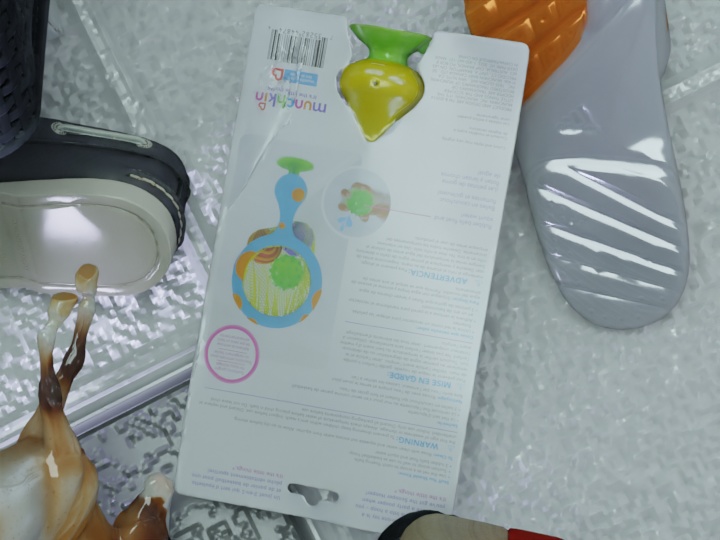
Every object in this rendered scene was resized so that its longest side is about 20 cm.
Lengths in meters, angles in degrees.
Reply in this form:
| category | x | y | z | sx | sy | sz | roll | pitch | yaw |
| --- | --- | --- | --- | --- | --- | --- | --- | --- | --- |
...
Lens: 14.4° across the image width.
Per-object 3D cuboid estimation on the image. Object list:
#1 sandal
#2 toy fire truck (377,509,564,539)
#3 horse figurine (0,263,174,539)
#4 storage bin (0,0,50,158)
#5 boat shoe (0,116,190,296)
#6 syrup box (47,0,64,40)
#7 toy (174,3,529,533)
| category | x | y | z | sx | sy | sz | roll | pitch | yaw |
| --- | --- | --- | --- | --- | --- | --- | --- | --- | --- |
| sandal | 0.089 | -0.080 | 1.161 | 0.079 | 0.059 | 0.207 | -8 | 101 | 11 |
| toy fire truck | 0.090 | 0.190 | 1.086 | 0.199 | 0.129 | 0.176 | 11 | 106 | 1 |
| horse figurine | -0.142 | 0.078 | 1.073 | 0.050 | 0.200 | 0.133 | 14 | 110 | 31 |
| storage bin | -0.222 | -0.115 | 1.062 | 0.199 | 0.094 | 0.135 | -3 | 52 | 5 |
| boat shoe | -0.166 | -0.034 | 1.180 | 0.199 | 0.073 | 0.063 | 7 | 38 | 11 |
| syrup box | -0.233 | -0.112 | 1.176 | 0.200 | 0.079 | 0.082 | -18 | 80 | 1 |
| toy | 0.000 | 0.000 | 1.151 | 0.115 | 0.047 | 0.201 | 10 | 94 | 14 |
